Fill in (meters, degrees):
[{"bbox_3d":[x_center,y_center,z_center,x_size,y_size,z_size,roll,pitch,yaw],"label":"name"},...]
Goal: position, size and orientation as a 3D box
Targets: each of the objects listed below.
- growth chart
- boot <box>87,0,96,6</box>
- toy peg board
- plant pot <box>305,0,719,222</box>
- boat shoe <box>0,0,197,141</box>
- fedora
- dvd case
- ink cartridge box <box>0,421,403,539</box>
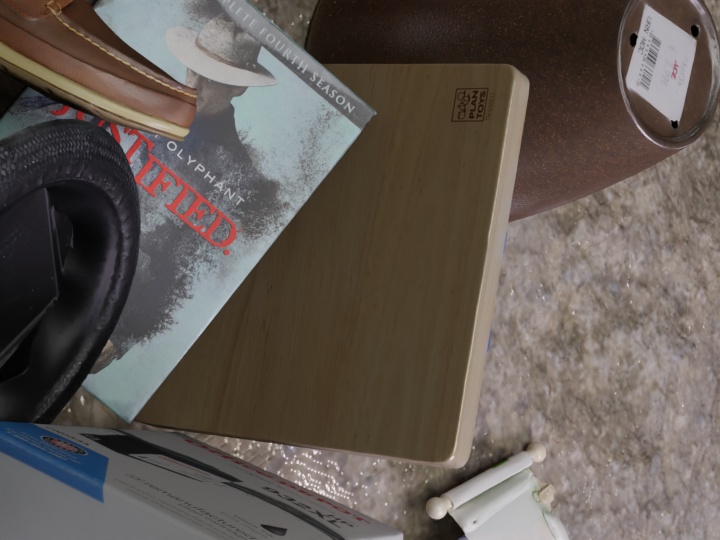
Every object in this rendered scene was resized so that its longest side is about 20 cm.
[{"bbox_3d":[0.104,0.217,1.058,0.144,0.018,0.201,-11,80,-48],"label":"growth chart"},{"bbox_3d":[-0.122,-0.173,0.877,0.199,0.073,0.096,8,95,-37],"label":"boot"},{"bbox_3d":[0.000,0.000,0.905,0.098,0.198,0.201,25,72,-57],"label":"toy peg board"},{"bbox_3d":[0.100,-0.111,0.979,0.186,0.199,0.188,-1,91,-41],"label":"plant pot"},{"bbox_3d":[-0.159,-0.127,0.776,0.199,0.072,0.068,30,92,-4],"label":"boat shoe"},{"bbox_3d":[-0.189,0.008,0.749,0.201,0.091,0.201,-48,153,-33],"label":"fedora"},{"bbox_3d":[-0.108,-0.047,0.836,0.146,0.022,0.200,40,83,-11],"label":"dvd case"},{"bbox_3d":[-0.086,0.135,0.793,0.200,0.145,0.084,17,93,-67],"label":"ink cartridge box"}]
